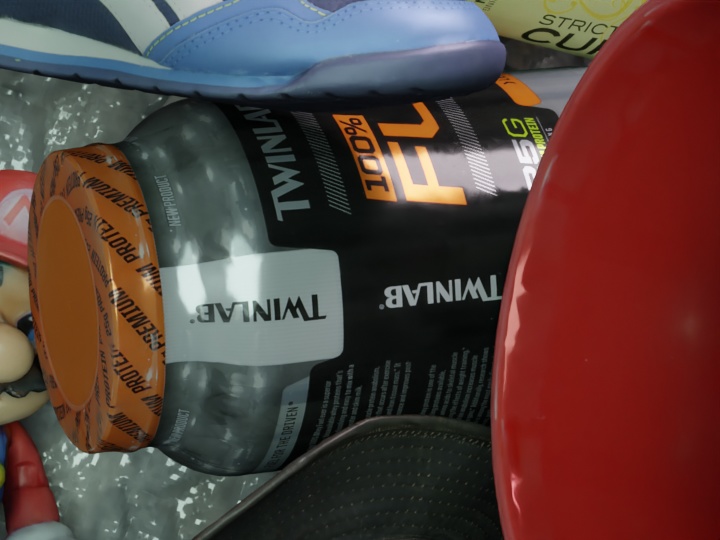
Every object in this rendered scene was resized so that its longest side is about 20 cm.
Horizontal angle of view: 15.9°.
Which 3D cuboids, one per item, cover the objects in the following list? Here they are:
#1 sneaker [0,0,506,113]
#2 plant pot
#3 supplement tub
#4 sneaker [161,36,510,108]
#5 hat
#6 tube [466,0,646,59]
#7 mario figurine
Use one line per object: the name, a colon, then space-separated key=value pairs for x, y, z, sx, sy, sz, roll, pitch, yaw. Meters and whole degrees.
sneaker: x=-0.050 y=-0.092 z=0.768 sx=0.199 sy=0.074 sz=0.083 roll=12 pitch=93 yaw=22
plant pot: x=0.158 y=0.029 z=0.732 sx=0.177 sy=0.200 sz=0.201 roll=9 pitch=85 yaw=-22
supplement tub: x=0.000 y=0.000 z=0.837 sx=0.199 sy=0.122 sz=0.123 roll=-7 pitch=84 yaw=-23
sneaker: x=0.006 y=-0.102 z=0.908 sx=0.200 sy=0.076 sz=0.081 roll=-34 pitch=77 yaw=-8
hat: x=-0.001 y=0.143 z=0.823 sx=0.200 sy=0.201 sz=0.081 roll=-35 pitch=50 yaw=-1
tube: x=0.070 y=-0.100 z=0.848 sx=0.199 sy=0.058 sz=0.052 roll=9 pitch=78 yaw=-30
mario figurine: x=-0.145 y=0.061 z=0.872 sx=0.106 sy=0.123 sz=0.201 roll=24 pitch=92 yaw=33
